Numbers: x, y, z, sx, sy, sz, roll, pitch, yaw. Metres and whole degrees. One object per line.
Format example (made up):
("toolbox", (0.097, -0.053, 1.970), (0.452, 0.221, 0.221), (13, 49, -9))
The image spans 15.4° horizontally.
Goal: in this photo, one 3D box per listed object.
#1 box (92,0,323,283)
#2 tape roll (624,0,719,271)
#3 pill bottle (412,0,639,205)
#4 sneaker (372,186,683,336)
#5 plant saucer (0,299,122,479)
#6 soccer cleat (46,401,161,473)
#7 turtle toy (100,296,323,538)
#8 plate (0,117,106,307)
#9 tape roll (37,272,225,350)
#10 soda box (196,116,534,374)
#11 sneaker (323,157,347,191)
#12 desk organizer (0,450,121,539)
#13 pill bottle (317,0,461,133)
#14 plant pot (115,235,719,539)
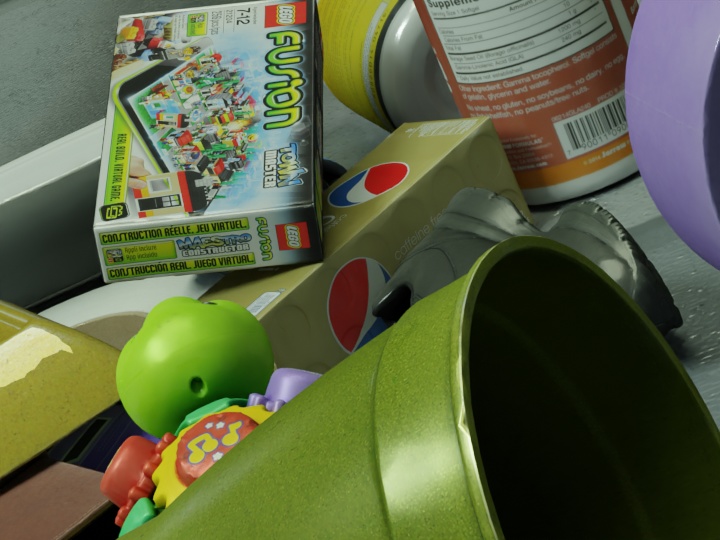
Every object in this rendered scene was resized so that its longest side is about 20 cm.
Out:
("box", (-0.074, -0.070, 1.352), (0.110, 0.035, 0.200), (-6, 36, 3))
("tape roll", (0.217, -0.075, 1.103), (0.200, 0.201, 0.085), (-27, 22, -8))
("pill bottle", (0.087, -0.146, 1.409), (0.112, 0.201, 0.112), (-20, 21, 8))
("sneaker", (0.075, 0.018, 1.236), (0.091, 0.076, 0.200), (-42, 19, -17))
("plant saucer", (-0.215, 0.073, 1.259), (0.200, 0.049, 0.200), (-33, 15, -15))
("soccer cleat", (-0.163, 0.113, 1.252), (0.199, 0.068, 0.073), (-17, 23, 30))
("turtle toy", (-0.048, 0.090, 1.085), (0.145, 0.101, 0.200), (-25, 38, -2))
("plate", (-0.156, -0.040, 1.508), (0.199, 0.032, 0.200), (-25, -13, -2))
("tape roll", (-0.147, 0.065, 1.387), (0.202, 0.037, 0.203), (-20, 21, 8))
("soda box", (0.000, 0.000, 1.340), (0.064, 0.068, 0.200), (-1, 31, 46))
("sneaker", (-0.069, -0.043, 1.434), (0.078, 0.066, 0.200), (-22, -7, 23))
("desk organizer", (-0.176, 0.165, 1.136), (0.200, 0.072, 0.077), (-37, 27, -30))
("pill bottle", (0.035, -0.136, 1.565), (0.112, 0.112, 0.200), (-28, 22, -11))
("plant pot", (0.014, 0.117, 0.911), (0.193, 0.201, 0.201), (-26, 18, 27))
